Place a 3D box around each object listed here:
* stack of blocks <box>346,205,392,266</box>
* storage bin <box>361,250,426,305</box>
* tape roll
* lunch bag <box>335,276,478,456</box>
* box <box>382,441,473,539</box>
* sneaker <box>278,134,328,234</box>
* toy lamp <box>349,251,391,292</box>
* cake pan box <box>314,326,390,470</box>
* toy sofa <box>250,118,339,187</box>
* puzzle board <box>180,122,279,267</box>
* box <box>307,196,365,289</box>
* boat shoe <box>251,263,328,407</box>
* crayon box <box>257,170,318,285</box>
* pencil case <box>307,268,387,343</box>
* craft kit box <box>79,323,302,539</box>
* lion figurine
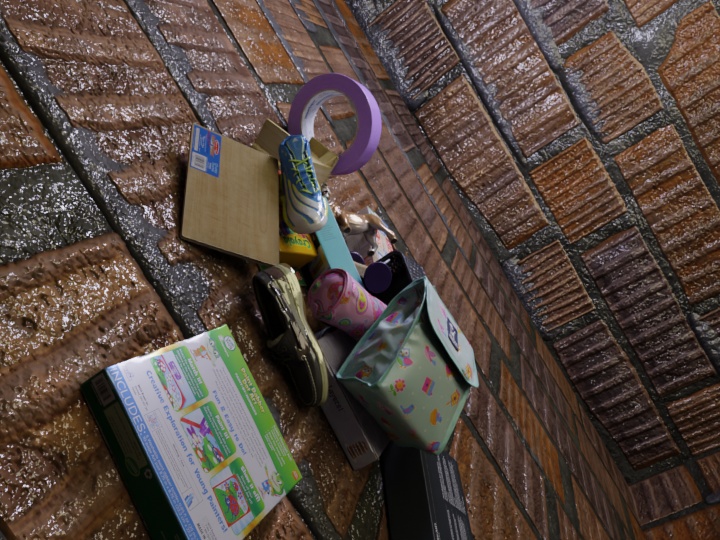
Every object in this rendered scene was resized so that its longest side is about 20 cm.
[{"bbox_3d":[0.024,-0.045,1.288,0.115,0.058,0.204,41,28,-40],"label":"stack of blocks"},{"bbox_3d":[0.073,0.085,1.124,0.093,0.133,0.205,27,38,-53],"label":"storage bin"},{"bbox_3d":[-0.056,-0.309,1.250,0.204,0.197,0.065,61,22,4],"label":"tape roll"},{"bbox_3d":[0.088,0.136,0.870,0.172,0.120,0.201,51,61,-25],"label":"lunch bag"},{"bbox_3d":[0.106,0.372,0.905,0.141,0.077,0.203,48,24,-37],"label":"box"},{"bbox_3d":[-0.102,-0.146,0.929,0.202,0.073,0.107,-112,-172,-51],"label":"sneaker"},{"bbox_3d":[0.000,0.000,1.069,0.059,0.058,0.199,51,-8,-19],"label":"toy lamp"},{"bbox_3d":[-0.009,0.181,0.928,0.204,0.051,0.184,61,18,2],"label":"cake pan box"},{"bbox_3d":[-0.130,-0.215,1.145,0.082,0.099,0.199,38,15,17],"label":"toy sofa"},{"bbox_3d":[-0.186,-0.109,0.856,0.148,0.017,0.205,19,51,-34],"label":"puzzle board"},{"bbox_3d":[-0.056,-0.017,1.018,0.048,0.082,0.205,-15,72,-29],"label":"box"},{"bbox_3d":[-0.103,0.095,0.809,0.064,0.072,0.206,-15,83,-43],"label":"boat shoe"},{"bbox_3d":[-0.140,-0.076,0.958,0.205,0.050,0.126,65,21,12],"label":"crayon box"},{"bbox_3d":[0.005,0.078,0.920,0.199,0.086,0.089,41,27,-41],"label":"pencil case"},{"bbox_3d":[-0.159,0.171,0.600,0.204,0.048,0.197,62,23,5],"label":"craft kit box"},{"bbox_3d":[-0.013,-0.096,1.195,0.196,0.073,0.124,20,31,-31],"label":"lion figurine"}]
